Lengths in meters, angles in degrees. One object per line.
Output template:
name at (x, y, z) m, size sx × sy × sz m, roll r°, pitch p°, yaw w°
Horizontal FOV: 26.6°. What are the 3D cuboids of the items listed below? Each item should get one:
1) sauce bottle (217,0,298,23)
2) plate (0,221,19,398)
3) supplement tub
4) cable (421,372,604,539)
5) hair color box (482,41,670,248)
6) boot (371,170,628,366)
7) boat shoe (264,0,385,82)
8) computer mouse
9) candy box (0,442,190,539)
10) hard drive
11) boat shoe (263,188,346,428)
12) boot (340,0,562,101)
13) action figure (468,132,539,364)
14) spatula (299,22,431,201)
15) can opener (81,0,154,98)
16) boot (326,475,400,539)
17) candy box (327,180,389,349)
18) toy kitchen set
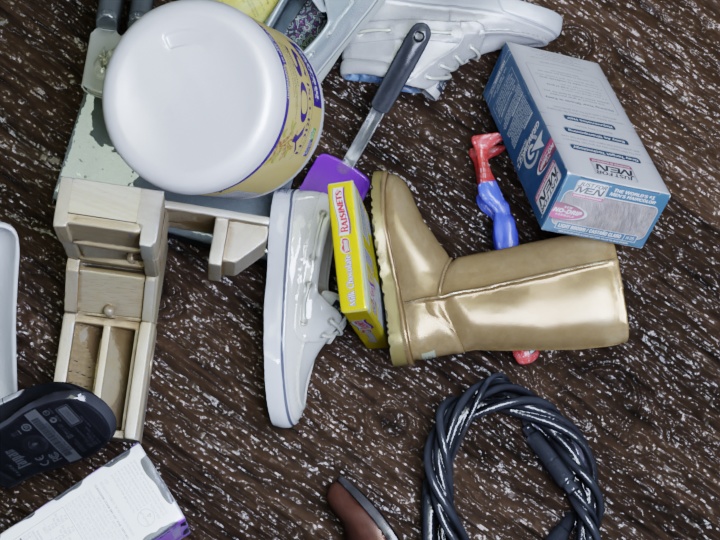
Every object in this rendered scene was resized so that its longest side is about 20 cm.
sauce bottle at (-0.088, -0.251, 1.360) m, size 0.199 × 0.066 × 0.066 m, roll -36°, pitch 84°, yaw -13°
plate at (-0.373, 0.025, 1.230) m, size 0.197 × 0.201 × 0.033 m, roll 7°, pitch 37°, yaw -5°
supplement tub at (-0.109, -0.131, 1.215) m, size 0.143 × 0.200 × 0.148 m, roll 0°, pitch 92°, yaw 11°
cable at (0.131, 0.188, 1.300) m, size 0.161 × 0.051 × 0.203 m, roll 3°, pitch 77°, yaw -6°
hair color box at (0.180, -0.110, 1.297) m, size 0.099 × 0.061 × 0.201 m, roll 9°, pitch 36°, yaw -20°
boot at (0.114, -0.011, 1.281) m, size 0.197 × 0.066 × 0.178 m, roll -9°, pitch 84°, yaw 4°
boat shoe at (-0.030, -0.235, 1.323) m, size 0.070 × 0.071 × 0.202 m, roll 38°, pitch 103°, yaw 19°
computer mouse at (-0.300, 0.118, 1.212) m, size 0.199 × 0.046 × 0.141 m, roll -29°, pitch 125°, yaw 19°
candy box at (-0.235, 0.228, 1.190) m, size 0.199 × 0.168 × 0.072 m, roll -34°, pitch 82°, yaw -11°
hard drive at (-0.154, -0.098, 1.338) m, size 0.197 × 0.033 × 0.141 m, roll 16°, pitch 77°, yaw -3°
boat shoe at (-0.043, 0.033, 1.288) m, size 0.069 × 0.071 × 0.203 m, roll 3°, pitch 88°, yaw 6°
boot at (0.079, -0.198, 1.373) m, size 0.197 × 0.074 × 0.097 m, roll 8°, pitch 83°, yaw 4°
action figure at (0.155, -0.020, 1.338) m, size 0.098 × 0.065 × 0.203 m, roll -6°, pitch 79°, yaw 2°
spatula at (0.008, -0.127, 1.334) m, size 0.056 × 0.021 × 0.202 m, roll 29°, pitch 96°, yaw 0°
can opener at (-0.207, -0.208, 1.319) m, size 0.052 × 0.067 × 0.202 m, roll 5°, pitch 51°, yaw -7°
boot at (-0.041, 0.296, 1.266) m, size 0.198 × 0.068 × 0.190 m, roll -29°, pitch 90°, yaw -4°
candy box at (0.000, 0.000, 1.249) m, size 0.026 × 0.200 × 0.104 m, roll -6°, pitch 78°, yaw 5°
toy kitchen set at (-0.165, 0.041, 1.221) m, size 0.161 × 0.200 × 0.183 m, roll 8°, pitch 78°, yaw -4°
